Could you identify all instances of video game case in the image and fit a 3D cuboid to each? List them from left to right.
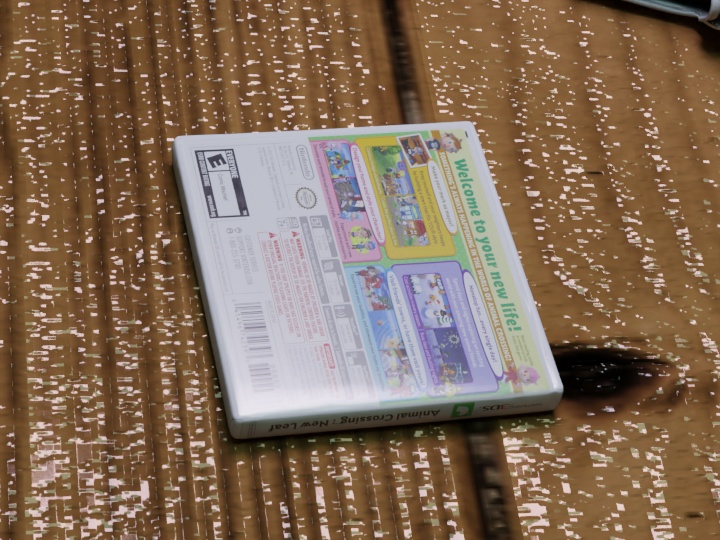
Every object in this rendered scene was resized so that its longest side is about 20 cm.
[{"bbox_3d":[0.000,0.000,1.142,0.181,0.022,0.201,-4,51,-15],"label":"video game case"}]

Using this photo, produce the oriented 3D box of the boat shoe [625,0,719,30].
[{"bbox_3d":[0.229,-0.181,1.314,0.199,0.070,0.072,16,49,10],"label":"boat shoe"}]
